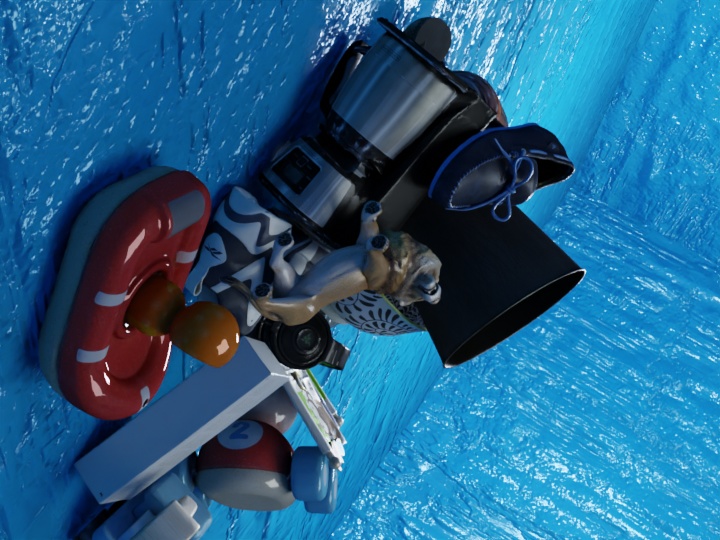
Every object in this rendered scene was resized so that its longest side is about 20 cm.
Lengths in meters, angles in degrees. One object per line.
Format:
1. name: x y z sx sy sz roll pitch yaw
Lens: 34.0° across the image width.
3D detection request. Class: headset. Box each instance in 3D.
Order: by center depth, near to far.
1. headset: -0.086 0.049 1.245 0.200 0.123 0.094 32 77 -54

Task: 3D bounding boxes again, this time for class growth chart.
1. growth chart: -0.055 0.152 1.339 0.018 0.145 0.200 -33 -176 4

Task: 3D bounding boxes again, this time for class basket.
1. basket: 0.105 -0.027 1.247 0.180 0.200 0.136 -32 163 -11

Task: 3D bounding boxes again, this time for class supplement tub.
1. supplement tub: 0.133 -0.199 1.530 0.107 0.107 0.200 -60 168 2

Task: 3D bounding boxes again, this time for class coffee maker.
1. coffee maker: 0.029 -0.108 1.137 0.200 0.192 0.135 -50 -150 8

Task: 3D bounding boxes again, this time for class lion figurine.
1. lion figurine: -0.023 0.008 1.074 0.200 0.072 0.123 -15 150 -4

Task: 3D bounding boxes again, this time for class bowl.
1. bowl: 0.000 0.000 1.299 0.094 0.201 0.201 -31 179 23

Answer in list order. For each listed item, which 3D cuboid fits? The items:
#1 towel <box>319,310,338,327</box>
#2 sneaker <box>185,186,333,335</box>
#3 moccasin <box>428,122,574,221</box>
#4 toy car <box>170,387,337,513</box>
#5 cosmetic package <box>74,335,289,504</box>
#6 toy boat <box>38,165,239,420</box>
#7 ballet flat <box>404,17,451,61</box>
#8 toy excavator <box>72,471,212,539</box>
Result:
1. towel: 0.005 -0.033 1.432 0.147 0.022 0.200 -21 130 -55
2. sneaker: -0.096 0.009 1.126 0.130 0.079 0.199 -52 156 4
3. moccasin: 0.146 -0.099 1.140 0.200 0.068 0.080 -27 152 -43
4. toy car: -0.122 0.172 1.366 0.177 0.184 0.200 73 18 -69
5. cosmetic package: -0.167 0.141 1.116 0.200 0.051 0.083 -37 170 2
6. toy boat: -0.149 0.031 0.877 0.131 0.131 0.200 -39 157 -57
7. ballet flat: 0.028 -0.183 1.243 0.046 0.067 0.200 13 -111 58
8. toy excavator: -0.196 0.249 1.153 0.200 0.100 0.194 -44 179 31
